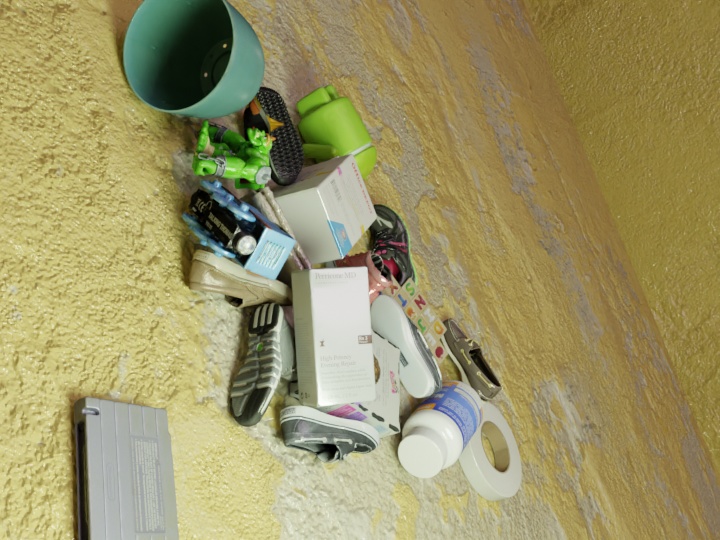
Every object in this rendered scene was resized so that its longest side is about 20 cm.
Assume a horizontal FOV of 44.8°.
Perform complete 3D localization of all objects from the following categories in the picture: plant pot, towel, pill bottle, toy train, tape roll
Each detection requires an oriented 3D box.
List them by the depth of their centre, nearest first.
[{"bbox_3d":[-0.183,-0.063,1.283,0.114,0.087,0.200,26,7,-38],"label":"toy train"},{"bbox_3d":[-0.244,-0.331,1.379,0.161,0.200,0.201,10,58,-67],"label":"plant pot"},{"bbox_3d":[-0.130,-0.036,1.384,0.034,0.132,0.201,-31,96,-21],"label":"towel"},{"bbox_3d":[0.141,0.285,1.561,0.112,0.112,0.200,61,30,-3],"label":"pill bottle"},{"bbox_3d":[0.257,0.359,1.755,0.203,0.037,0.203,35,41,-38],"label":"tape roll"}]

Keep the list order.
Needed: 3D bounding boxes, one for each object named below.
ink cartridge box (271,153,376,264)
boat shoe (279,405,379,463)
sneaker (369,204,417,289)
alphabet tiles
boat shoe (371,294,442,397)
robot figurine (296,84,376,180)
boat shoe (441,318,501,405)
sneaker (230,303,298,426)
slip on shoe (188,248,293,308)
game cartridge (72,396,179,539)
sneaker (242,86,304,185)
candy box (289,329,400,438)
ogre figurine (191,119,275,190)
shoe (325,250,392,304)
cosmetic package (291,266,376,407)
[{"bbox_3d":[-0.069,-0.106,1.509,0.129,0.125,0.200,69,27,-18],"label":"ink cartridge box"},{"bbox_3d":[-0.043,0.263,1.338,0.200,0.072,0.068,29,46,-44],"label":"boat shoe"},{"bbox_3d":[0.057,-0.042,1.719,0.084,0.077,0.201,6,61,-59],"label":"sneaker"},{"bbox_3d":[0.089,0.115,1.660,0.200,0.006,0.166,54,51,-15],"label":"alphabet tiles"},{"bbox_3d":[0.087,0.133,1.577,0.068,0.072,0.200,-2,56,-52],"label":"boat shoe"},{"bbox_3d":[-0.044,-0.254,1.688,0.201,0.115,0.175,60,26,-5],"label":"robot figurine"},{"bbox_3d":[0.225,0.177,1.794,0.072,0.059,0.201,14,42,-47],"label":"boat shoe"},{"bbox_3d":[-0.124,0.157,1.300,0.116,0.075,0.201,51,39,-43],"label":"sneaker"},{"bbox_3d":[-0.179,0.028,1.324,0.200,0.076,0.061,29,75,-50],"label":"slip on shoe"},{"bbox_3d":[-0.275,0.255,1.031,0.129,0.038,0.201,26,46,-51],"label":"game cartridge"},{"bbox_3d":[-0.157,-0.217,1.510,0.070,0.090,0.201,3,58,-36],"label":"sneaker"},{"bbox_3d":[-0.020,0.166,1.447,0.200,0.071,0.168,38,39,-35],"label":"candy box"},{"bbox_3d":[-0.199,-0.180,1.368,0.119,0.200,0.099,15,91,-13],"label":"ogre figurine"},{"bbox_3d":[0.000,0.000,1.525,0.071,0.091,0.200,41,14,-26],"label":"shoe"},{"bbox_3d":[-0.040,0.096,1.298,0.101,0.074,0.201,-3,87,-29],"label":"cosmetic package"}]
